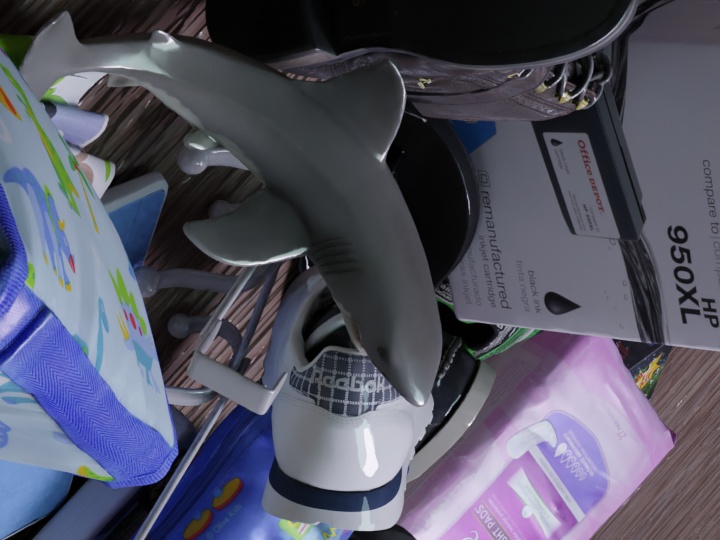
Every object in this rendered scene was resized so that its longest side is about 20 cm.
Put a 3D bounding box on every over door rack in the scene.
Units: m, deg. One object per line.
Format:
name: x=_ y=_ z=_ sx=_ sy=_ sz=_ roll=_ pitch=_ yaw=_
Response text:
over door rack: x=-0.068 y=0.029 z=1.137 sx=0.200 sy=0.066 sz=0.148 roll=-78 pitch=-171 yaw=-53

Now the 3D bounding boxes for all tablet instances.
tablet: x=-0.149 y=0.053 z=1.161 sx=0.130 sy=0.014 sz=0.201 roll=-28 pitch=148 yaw=-45

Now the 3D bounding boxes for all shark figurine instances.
shark figurine: x=-0.033 y=-0.059 z=1.029 sx=0.089 sy=0.214 sz=0.129 roll=-32 pitch=-146 yaw=39

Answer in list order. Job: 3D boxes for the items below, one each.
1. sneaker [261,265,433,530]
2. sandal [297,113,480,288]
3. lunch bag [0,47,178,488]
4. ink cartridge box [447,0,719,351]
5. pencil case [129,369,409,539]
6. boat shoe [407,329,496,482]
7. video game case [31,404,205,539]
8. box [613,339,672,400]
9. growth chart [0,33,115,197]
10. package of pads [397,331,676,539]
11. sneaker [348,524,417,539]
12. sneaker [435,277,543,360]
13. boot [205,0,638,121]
sneaker: x=-0.003 y=0.032 z=1.166 sx=0.200 sy=0.076 sz=0.081 roll=-96 pitch=-172 yaw=-67
sandal: x=0.000 y=0.000 z=1.287 sx=0.045 sy=0.075 sz=0.201 roll=-35 pitch=156 yaw=-42
lunch bag: x=-0.143 y=-0.024 z=0.794 sx=0.128 sy=0.200 sz=0.170 roll=-48 pitch=159 yaw=-6
ink cartridge box: x=0.130 y=-0.048 z=1.233 sx=0.084 sy=0.199 sz=0.146 roll=-28 pitch=115 yaw=-43
pencil case: x=-0.070 y=0.131 z=1.250 sx=0.200 sy=0.078 sz=0.087 roll=-48 pitch=142 yaw=11
boat shoe: x=-0.017 y=0.100 z=1.448 sx=0.200 sy=0.067 sz=0.072 roll=-47 pitch=-165 yaw=24
video game case: x=-0.139 y=0.161 z=1.330 sx=0.200 sy=0.023 sz=0.182 roll=-46 pitch=163 yaw=-8
box: x=0.106 y=0.119 z=1.738 sx=0.200 sy=0.038 sz=0.137 roll=-33 pitch=153 yaw=-37
growth chart: x=-0.146 y=-0.005 z=1.043 sx=0.144 sy=0.018 sz=0.201 roll=-11 pitch=129 yaw=-56
package of pads: x=0.080 y=0.118 z=1.584 sx=0.200 sy=0.076 sz=0.121 roll=-45 pitch=124 yaw=-14
sneaker: x=-0.025 y=0.159 z=1.365 sx=0.199 sy=0.079 sz=0.075 roll=11 pitch=130 yaw=-46
sneaker: x=0.077 y=-0.015 z=1.408 sx=0.085 sy=0.078 sz=0.201 roll=-35 pitch=155 yaw=-32
boot: x=0.053 y=-0.097 z=1.109 sx=0.174 sy=0.199 sz=0.070 roll=15 pitch=79 yaw=-55
